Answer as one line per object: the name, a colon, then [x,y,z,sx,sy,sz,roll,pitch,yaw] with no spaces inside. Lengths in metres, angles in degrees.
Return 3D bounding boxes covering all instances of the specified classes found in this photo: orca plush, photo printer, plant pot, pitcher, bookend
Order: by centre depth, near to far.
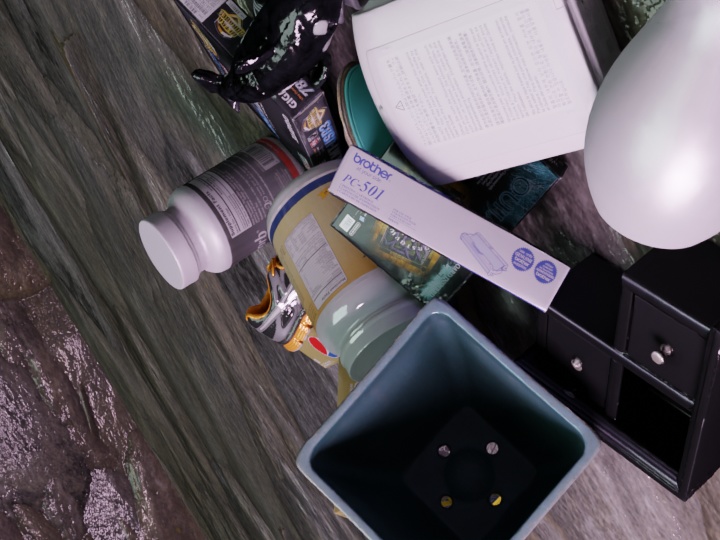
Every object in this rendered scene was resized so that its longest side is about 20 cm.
pitcher: [0.235,-0.104,0.640,0.170,0.121,0.202,28,134,19]
photo printer: [0.093,-0.156,0.788,0.198,0.070,0.168,-12,114,39]
bookend: [0.225,0.046,0.840,0.198,0.092,0.202,37,148,35]
orca plush: [-0.097,-0.200,0.929,0.198,0.071,0.107,-10,103,45]
plant pot: [0.091,0.183,0.964,0.196,0.196,0.200,41,175,21]

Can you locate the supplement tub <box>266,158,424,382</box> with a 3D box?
supplement tub: [0.000,0.000,1.076,0.201,0.143,0.145,61,159,26]

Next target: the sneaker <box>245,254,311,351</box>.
sneaker: [-0.073,-0.001,1.228,0.076,0.202,0.078,21,-167,-13]

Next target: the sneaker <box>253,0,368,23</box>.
sneaker: [-0.037,-0.259,0.962,0.115,0.075,0.201,49,151,19]

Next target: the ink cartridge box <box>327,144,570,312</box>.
ink cartridge box: [0.070,-0.038,0.849,0.198,0.045,0.094,29,-174,-2]

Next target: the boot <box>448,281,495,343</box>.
boot: [0.101,0.077,1.151,0.200,0.074,0.098,141,117,-70]

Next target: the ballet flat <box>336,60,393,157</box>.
ballet flat: [0.026,-0.103,0.992,0.202,0.068,0.067,63,160,-10]

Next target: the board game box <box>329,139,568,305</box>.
board game box: [0.074,-0.066,0.924,0.135,0.028,0.200,40,129,0]

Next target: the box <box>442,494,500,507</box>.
box: [0.134,0.343,1.370,0.065,0.070,0.200,56,155,-4]

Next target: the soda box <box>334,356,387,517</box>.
soda box: [0.017,0.169,1.125,0.064,0.203,0.067,-23,142,35]

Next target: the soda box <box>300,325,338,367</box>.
soda box: [-0.020,0.062,1.282,0.064,0.068,0.200,35,156,-9]

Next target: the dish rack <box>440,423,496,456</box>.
dish rack: [0.119,0.193,1.172,0.153,0.055,0.199,33,170,-36]

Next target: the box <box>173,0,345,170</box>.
box: [-0.102,-0.201,1.100,0.199,0.050,0.200,49,176,15]

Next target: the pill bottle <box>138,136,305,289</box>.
pill bottle: [-0.164,-0.070,1.263,0.116,0.199,0.117,41,151,28]
